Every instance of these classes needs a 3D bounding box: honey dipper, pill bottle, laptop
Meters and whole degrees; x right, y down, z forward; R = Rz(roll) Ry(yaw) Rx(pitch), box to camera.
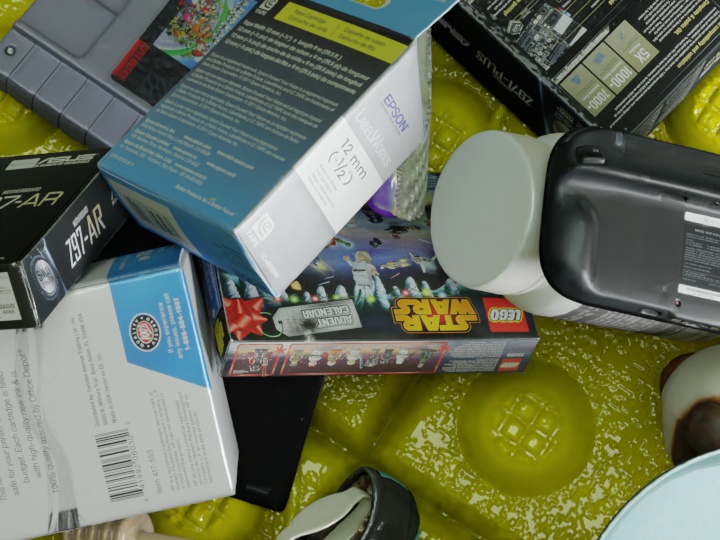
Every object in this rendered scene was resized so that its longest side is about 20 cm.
[{"bbox_3d":[-0.090,0.170,1.416,0.199,0.038,0.038,5,74,30],"label":"honey dipper"},{"bbox_3d":[0.148,-0.022,1.440,0.199,0.113,0.114,9,73,-37],"label":"pill bottle"},{"bbox_3d":[-0.104,0.022,1.515,0.187,0.116,0.201,17,105,2],"label":"laptop"}]

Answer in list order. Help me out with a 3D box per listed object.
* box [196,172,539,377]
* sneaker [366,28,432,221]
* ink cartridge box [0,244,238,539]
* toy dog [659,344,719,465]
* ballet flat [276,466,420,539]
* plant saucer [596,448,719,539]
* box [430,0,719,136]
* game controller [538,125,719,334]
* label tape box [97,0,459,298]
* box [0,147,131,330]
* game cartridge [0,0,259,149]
[{"bbox_3d":[0.000,0.000,1.460,0.199,0.040,0.137,0,52,-18],"label":"box"},{"bbox_3d":[-0.005,-0.094,1.480,0.099,0.070,0.200,3,31,1],"label":"sneaker"},{"bbox_3d":[-0.186,0.078,1.424,0.199,0.086,0.147,-12,102,3],"label":"ink cartridge box"},{"bbox_3d":[0.283,0.083,1.433,0.199,0.140,0.194,-16,121,0],"label":"toy dog"},{"bbox_3d":[-0.049,0.194,1.443,0.200,0.068,0.068,-45,41,-16],"label":"ballet flat"},{"bbox_3d":[0.209,0.186,1.381,0.199,0.036,0.201,-7,113,-17],"label":"plant saucer"},{"bbox_3d":[0.167,-0.186,1.538,0.164,0.086,0.200,43,77,8],"label":"box"},{"bbox_3d":[0.198,-0.018,1.361,0.199,0.042,0.105,12,83,-17],"label":"game controller"},{"bbox_3d":[-0.039,-0.092,1.399,0.200,0.066,0.143,-46,41,-17],"label":"label tape box"},{"bbox_3d":[-0.256,-0.015,1.414,0.199,0.160,0.044,-4,116,20],"label":"box"},{"bbox_3d":[-0.136,-0.168,1.532,0.129,0.038,0.200,32,67,9],"label":"game cartridge"}]
